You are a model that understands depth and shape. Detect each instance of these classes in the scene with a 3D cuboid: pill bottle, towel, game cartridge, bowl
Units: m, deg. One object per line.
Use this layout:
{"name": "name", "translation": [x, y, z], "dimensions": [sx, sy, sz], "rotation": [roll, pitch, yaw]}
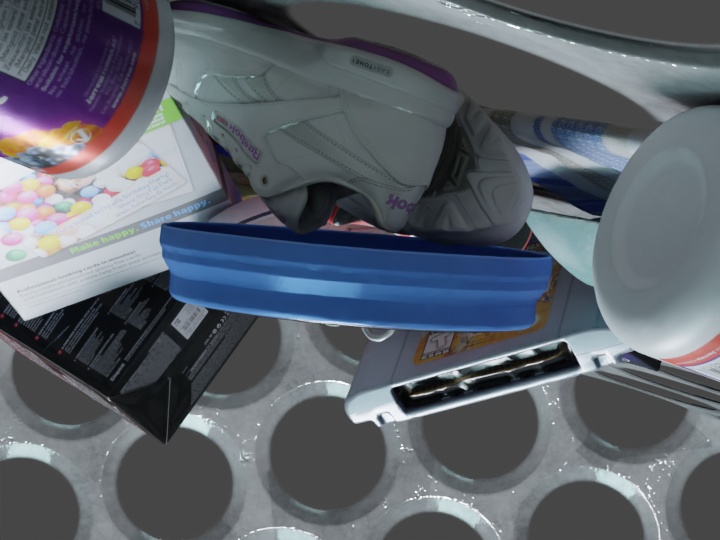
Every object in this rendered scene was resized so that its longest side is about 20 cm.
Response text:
{"name": "pill bottle", "translation": [0.210, 0.009, 0.865], "dimensions": [0.200, 0.113, 0.112], "rotation": [20, 176, -26]}
{"name": "towel", "translation": [0.142, -0.049, 1.024], "dimensions": [0.147, 0.024, 0.200], "rotation": [23, 174, -40]}
{"name": "game cartridge", "translation": [0.091, 0.028, 1.241], "dimensions": [0.200, 0.133, 0.042], "rotation": [-17, 124, 27]}
{"name": "bowl", "translation": [-0.003, 0.003, 0.993], "dimensions": [0.200, 0.039, 0.201], "rotation": [4, -177, 0]}
{"name": "pill bottle", "translation": [-0.192, -0.122, 0.893], "dimensions": [0.111, 0.112, 0.200], "rotation": [14, 174, 45]}

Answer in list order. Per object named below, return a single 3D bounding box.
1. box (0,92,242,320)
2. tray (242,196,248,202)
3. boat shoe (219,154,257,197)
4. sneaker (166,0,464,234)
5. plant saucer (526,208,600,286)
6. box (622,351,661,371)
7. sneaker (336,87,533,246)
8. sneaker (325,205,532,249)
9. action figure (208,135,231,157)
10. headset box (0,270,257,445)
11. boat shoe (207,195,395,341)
{"name": "box", "translation": [-0.167, -0.057, 1.144], "dimensions": [0.156, 0.041, 0.200], "rotation": [-19, 146, 3]}
{"name": "tray", "translation": [-0.027, -0.033, 1.405], "dimensions": [0.037, 0.099, 0.200], "rotation": [-3, -173, -31]}
{"name": "boat shoe", "translation": [-0.093, -0.088, 1.242], "dimensions": [0.063, 0.073, 0.201], "rotation": [-1, 167, 31]}
{"name": "sneaker", "translation": [-0.051, -0.076, 0.963], "dimensions": [0.200, 0.100, 0.075], "rotation": [17, -176, 28]}
{"name": "plant saucer", "translation": [0.185, -0.001, 1.107], "dimensions": [0.200, 0.039, 0.201], "rotation": [10, -176, -1]}
{"name": "box", "translation": [0.126, 0.005, 1.454], "dimensions": [0.200, 0.079, 0.141], "rotation": [16, 178, 23]}
{"name": "sneaker", "translation": [0.033, -0.052, 1.032], "dimensions": [0.099, 0.078, 0.200], "rotation": [35, 175, -40]}
{"name": "sneaker", "translation": [0.004, -0.059, 1.164], "dimensions": [0.200, 0.074, 0.087], "rotation": [25, -170, -19]}
{"name": "action figure", "translation": [-0.028, -0.075, 1.234], "dimensions": [0.065, 0.099, 0.200], "rotation": [19, 155, 39]}
{"name": "headset box", "translation": [-0.168, 0.005, 1.310], "dimensions": [0.200, 0.149, 0.075], "rotation": [26, 165, 39]}
{"name": "boat shoe", "translation": [0.000, 0.004, 1.195], "dimensions": [0.202, 0.075, 0.086], "rotation": [1, -143, -27]}
